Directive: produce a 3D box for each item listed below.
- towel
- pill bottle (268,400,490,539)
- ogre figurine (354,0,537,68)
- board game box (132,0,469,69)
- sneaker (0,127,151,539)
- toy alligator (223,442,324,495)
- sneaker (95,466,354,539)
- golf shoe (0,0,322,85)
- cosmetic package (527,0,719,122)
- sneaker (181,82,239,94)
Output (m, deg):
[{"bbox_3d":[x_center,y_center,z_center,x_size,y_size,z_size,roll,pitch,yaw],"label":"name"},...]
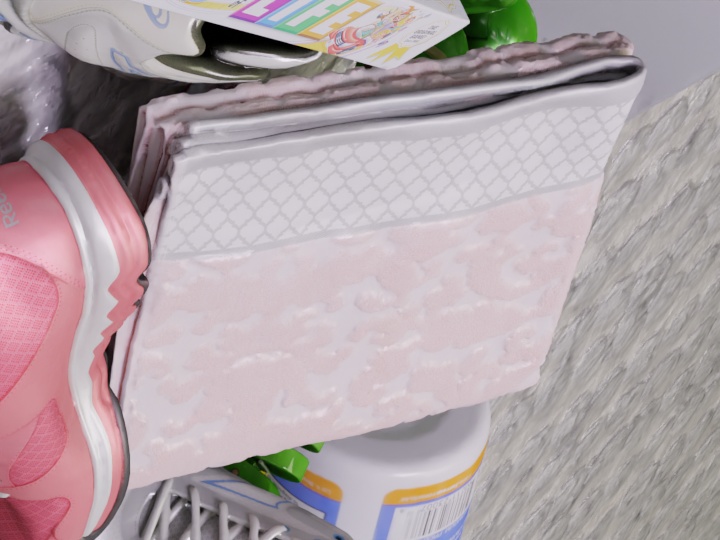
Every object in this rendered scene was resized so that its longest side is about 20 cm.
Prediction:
[{"bbox_3d":[0.000,0.000,0.850,0.199,0.032,0.191,-11,141,-24],"label":"towel"},{"bbox_3d":[-0.007,0.130,1.130,0.112,0.112,0.201,-40,152,-43],"label":"pill bottle"},{"bbox_3d":[0.031,-0.122,0.895,0.200,0.098,0.120,60,35,-19],"label":"ogre figurine"},{"bbox_3d":[-0.042,-0.134,0.665,0.034,0.135,0.200,-28,169,19],"label":"board game box"},{"bbox_3d":[-0.132,0.036,0.799,0.087,0.074,0.201,-21,142,-29],"label":"sneaker"},{"bbox_3d":[-0.047,0.084,0.991,0.059,0.054,0.201,68,39,-71],"label":"toy alligator"},{"bbox_3d":[-0.048,0.113,0.918,0.087,0.200,0.075,-5,-119,62],"label":"sneaker"},{"bbox_3d":[-0.049,-0.086,0.763,0.200,0.097,0.079,-8,124,-67],"label":"golf shoe"},{"bbox_3d":[0.144,-0.146,0.975,0.200,0.102,0.074,-31,-150,46],"label":"cosmetic package"},{"bbox_3d":[-0.026,-0.030,0.926,0.200,0.071,0.113,-23,142,-55],"label":"sneaker"}]
